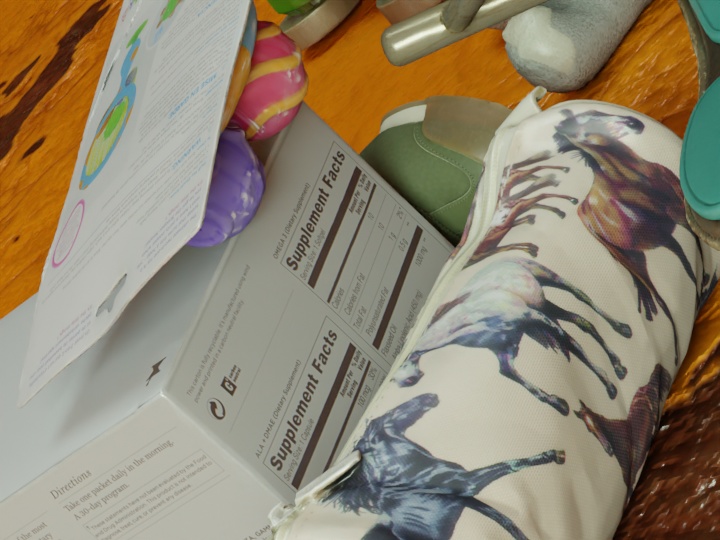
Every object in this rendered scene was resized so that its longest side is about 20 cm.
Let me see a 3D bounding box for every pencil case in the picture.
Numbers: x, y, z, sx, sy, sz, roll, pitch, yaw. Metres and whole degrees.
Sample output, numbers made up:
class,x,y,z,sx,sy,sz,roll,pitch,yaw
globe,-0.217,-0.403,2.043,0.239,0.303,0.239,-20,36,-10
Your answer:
class,x,y,z,sx,sy,sz,roll,pitch,yaw
pencil case,0.039,0.037,0.754,0.078,0.089,0.200,-28,25,46

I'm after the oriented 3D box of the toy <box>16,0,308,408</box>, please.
class,x,y,z,sx,sy,sz,roll,pitch,yaw
toy,-0.048,-0.056,0.841,0.115,0.047,0.201,-43,32,45

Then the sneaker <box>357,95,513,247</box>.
class,x,y,z,sx,sy,sz,roll,pitch,yaw
sneaker,0.000,0.000,0.978,0.200,0.067,0.090,-13,45,61

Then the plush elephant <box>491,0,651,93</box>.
class,x,y,z,sx,sy,sz,roll,pitch,yaw
plush elephant,0.077,-0.192,1.045,0.200,0.155,0.165,-43,18,13

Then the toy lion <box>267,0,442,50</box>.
class,x,y,z,sx,sy,sz,roll,pitch,yaw
toy lion,0.043,-0.200,1.316,0.192,0.069,0.200,-46,16,-19

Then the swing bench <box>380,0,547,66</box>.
class,x,y,z,sx,sy,sz,roll,pitch,yaw
swing bench,0.069,-0.204,0.883,0.199,0.200,0.130,-23,-4,-10

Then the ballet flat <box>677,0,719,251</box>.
class,x,y,z,sx,sy,sz,roll,pitch,yaw
ballet flat,0.130,-0.051,0.770,0.070,0.065,0.200,-37,20,26

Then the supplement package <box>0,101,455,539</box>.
class,x,y,z,sx,sy,sz,roll,pitch,yaw
supplement package,-0.068,0.067,0.903,0.200,0.111,0.156,-33,22,36
